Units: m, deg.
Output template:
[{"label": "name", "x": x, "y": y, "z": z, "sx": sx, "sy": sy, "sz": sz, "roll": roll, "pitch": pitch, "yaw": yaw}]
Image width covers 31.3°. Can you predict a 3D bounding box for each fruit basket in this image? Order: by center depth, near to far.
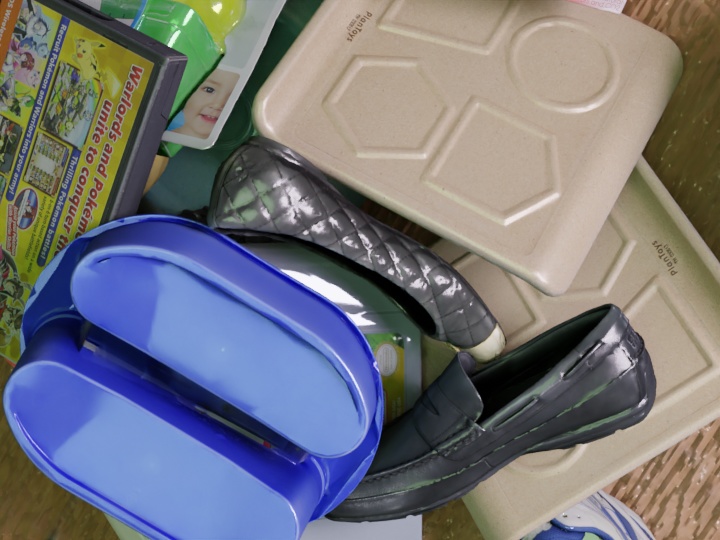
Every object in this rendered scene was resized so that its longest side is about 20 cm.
[{"label": "fruit basket", "x": -0.127, "y": -0.175, "z": 0.754, "sx": 0.185, "sy": 0.094, "sz": 0.200, "roll": 17, "pitch": 76, "yaw": 21}]

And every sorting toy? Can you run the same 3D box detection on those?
[{"label": "sorting toy", "x": 0.065, "y": -0.101, "z": 0.742, "sx": 0.200, "sy": 0.036, "sz": 0.185, "roll": 30, "pitch": 66, "yaw": 4}, {"label": "sorting toy", "x": 0.118, "y": 0.039, "z": 0.765, "sx": 0.200, "sy": 0.036, "sz": 0.185, "roll": -35, "pitch": 63, "yaw": 12}]

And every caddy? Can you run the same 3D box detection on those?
[{"label": "caddy", "x": -0.082, "y": 0.059, "z": 0.657, "sx": 0.200, "sy": 0.105, "sz": 0.141, "roll": 32, "pitch": 96, "yaw": -5}]

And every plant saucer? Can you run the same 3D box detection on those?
[{"label": "plant saucer", "x": -0.082, "y": -0.098, "z": 0.815, "sx": 0.200, "sy": 0.036, "sz": 0.200, "roll": 1, "pitch": 98, "yaw": 10}]

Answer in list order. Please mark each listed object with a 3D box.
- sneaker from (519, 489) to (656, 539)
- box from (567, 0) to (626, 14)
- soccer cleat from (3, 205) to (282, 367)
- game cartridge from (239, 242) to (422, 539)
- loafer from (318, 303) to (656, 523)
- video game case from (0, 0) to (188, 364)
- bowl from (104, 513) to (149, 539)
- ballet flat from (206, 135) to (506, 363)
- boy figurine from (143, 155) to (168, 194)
[{"label": "sneaker", "x": 0.107, "y": 0.139, "z": 0.783, "sx": 0.200, "sy": 0.088, "sz": 0.075, "roll": 39, "pitch": 104, "yaw": 5}, {"label": "box", "x": 0.064, "y": -0.227, "z": 0.699, "sx": 0.200, "sy": 0.095, "sz": 0.103, "roll": 14, "pitch": 128, "yaw": -8}, {"label": "soccer cleat", "x": -0.124, "y": 0.016, "z": 0.789, "sx": 0.200, "sy": 0.068, "sz": 0.073, "roll": -16, "pitch": 138, "yaw": -6}, {"label": "game cartridge", "x": -0.030, "y": 0.083, "z": 0.749, "sx": 0.133, "sy": 0.040, "sz": 0.200, "roll": -2, "pitch": 93, "yaw": -17}, {"label": "loafer", "x": 0.061, "y": 0.077, "z": 0.703, "sx": 0.200, "sy": 0.068, "sz": 0.070, "roll": -24, "pitch": 113, "yaw": 8}, {"label": "video game case", "x": -0.202, "y": -0.063, "z": 0.709, "sx": 0.181, "sy": 0.025, "sz": 0.200, "roll": 29, "pitch": 110, "yaw": 17}, {"label": "bowl", "x": -0.083, "y": 0.122, "z": 0.825, "sx": 0.200, "sy": 0.075, "sz": 0.200, "roll": -31, "pitch": 92, "yaw": 13}, {"label": "ballet flat", "x": 0.000, "y": 0.000, "z": 0.698, "sx": 0.200, "sy": 0.066, "sz": 0.057, "roll": 34, "pitch": 76, "yaw": -25}, {"label": "boy figurine", "x": -0.207, "y": -0.047, "z": 0.807, "sx": 0.200, "sy": 0.064, "sz": 0.124, "roll": -27, "pitch": 100, "yaw": 25}]
